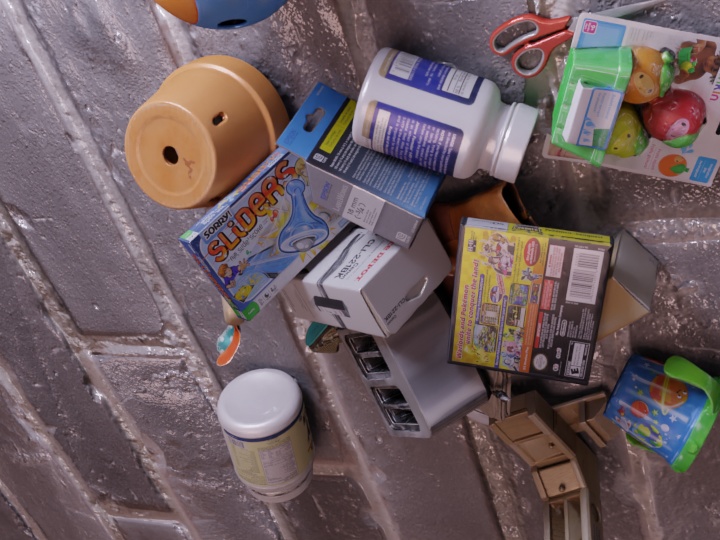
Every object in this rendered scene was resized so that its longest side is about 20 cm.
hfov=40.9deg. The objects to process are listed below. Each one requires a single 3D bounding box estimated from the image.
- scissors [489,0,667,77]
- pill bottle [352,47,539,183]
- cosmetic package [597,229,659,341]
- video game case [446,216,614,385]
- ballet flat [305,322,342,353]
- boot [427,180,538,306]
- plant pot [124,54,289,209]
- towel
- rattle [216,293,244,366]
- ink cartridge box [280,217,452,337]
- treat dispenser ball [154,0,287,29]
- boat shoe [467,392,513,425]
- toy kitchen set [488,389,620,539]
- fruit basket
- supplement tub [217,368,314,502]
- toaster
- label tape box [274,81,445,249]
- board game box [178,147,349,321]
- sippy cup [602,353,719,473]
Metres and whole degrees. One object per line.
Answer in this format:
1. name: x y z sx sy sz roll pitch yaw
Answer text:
1. scissors: 0.233 -0.275 1.060 0.199 0.014 0.073 -23 116 39
2. pill bottle: 0.101 -0.176 1.135 0.199 0.120 0.120 20 135 7
3. cosmetic package: 0.284 0.044 1.255 0.071 0.105 0.200 40 132 -12
4. video game case: 0.203 0.039 1.180 0.179 0.026 0.201 8 119 10
5. ballet flat: -0.021 0.066 1.456 0.075 0.068 0.200 12 143 -16
6. boot: 0.173 -0.022 1.249 0.199 0.068 0.189 -12 112 52
7. plant pot: -0.207 -0.165 1.239 0.199 0.140 0.202 10 113 23
8. towel: 0.142 0.115 1.367 0.200 0.034 0.133 42 150 37
9. rattle: -0.133 0.016 1.288 0.130 0.142 0.202 -26 73 63
10. ink cartridge box: 0.000 0.000 1.275 0.199 0.144 0.084 9 137 50
11. treat dispenser ball: -0.152 -0.361 1.033 0.199 0.201 0.202 13 133 14
12. boat shoe: 0.137 0.168 1.468 0.199 0.072 0.062 23 122 -9
13. toy kitchen set: 0.305 0.291 1.394 0.162 0.181 0.200 -24 127 30
14. fruit basket: 0.314 -0.177 1.055 0.199 0.094 0.186 16 134 8
15. supplement tub: -0.156 0.284 1.644 0.144 0.145 0.201 7 132 20
16. toaster: 0.076 0.127 1.326 0.182 0.118 0.200 62 157 -5
17. label tape box: 0.003 -0.133 1.203 0.199 0.145 0.063 26 137 2
18. board game box: -0.115 -0.054 1.219 0.034 0.200 0.136 16 146 54
19. sippy cup: 0.407 0.184 1.311 0.130 0.140 0.179 26 111 16
